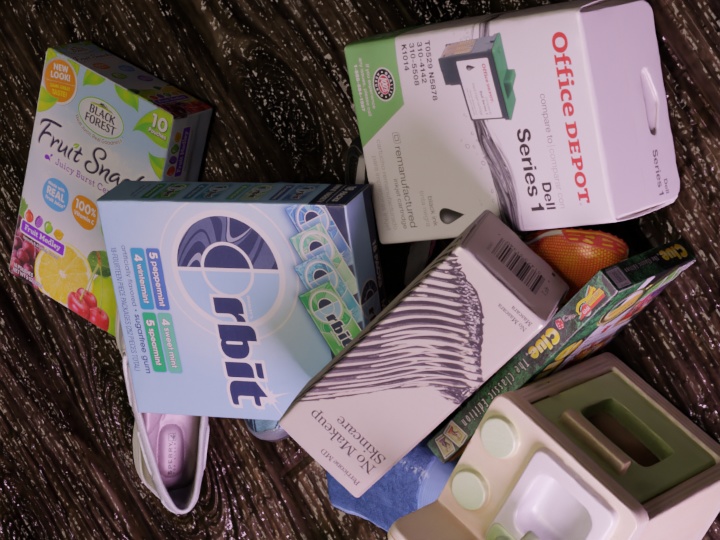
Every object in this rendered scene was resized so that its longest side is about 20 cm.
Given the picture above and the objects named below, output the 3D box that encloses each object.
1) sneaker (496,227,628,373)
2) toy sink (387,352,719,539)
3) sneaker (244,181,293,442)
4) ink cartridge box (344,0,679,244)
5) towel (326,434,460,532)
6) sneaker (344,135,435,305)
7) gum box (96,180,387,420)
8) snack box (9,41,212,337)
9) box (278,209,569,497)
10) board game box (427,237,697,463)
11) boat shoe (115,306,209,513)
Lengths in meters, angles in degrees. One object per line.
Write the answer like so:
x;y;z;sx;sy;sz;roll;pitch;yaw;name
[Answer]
0.113;0.029;1.579;0.200;0.073;0.077;-35;40;47;sneaker
0.137;0.149;1.519;0.130;0.200;0.112;42;124;24;toy sink
-0.084;0.036;1.735;0.079;0.095;0.200;10;108;37;sneaker
0.101;-0.101;1.557;0.200;0.084;0.146;-6;99;40;ink cartridge box
0.056;0.170;1.664;0.200;0.049;0.112;32;146;29;towel
0.000;0.000;1.670;0.086;0.080;0.200;8;106;39;sneaker
-0.079;0.023;1.642;0.200;0.045;0.170;2;114;25;gum box
-0.200;-0.062;1.831;0.142;0.053;0.200;29;118;29;snack box
0.041;0.057;1.538;0.082;0.068;0.200;43;120;-2;box
0.134;0.055;1.558;0.023;0.105;0.200;54;129;16;board game box
-0.149;0.089;1.803;0.065;0.074;0.202;-132;40;-64;boat shoe
